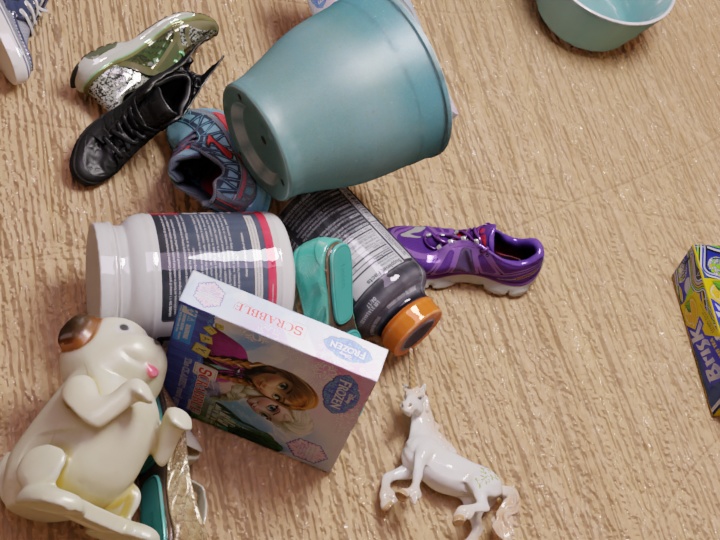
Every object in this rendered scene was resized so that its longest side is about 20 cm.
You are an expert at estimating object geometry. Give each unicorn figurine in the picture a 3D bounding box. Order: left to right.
[{"bbox_3d":[0.081,0.204,1.368,0.200,0.074,0.137,41,43,-4],"label":"unicorn figurine"}]

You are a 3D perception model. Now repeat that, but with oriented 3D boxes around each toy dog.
[{"bbox_3d":[-0.245,0.143,1.243,0.139,0.193,0.201,32,64,-36],"label":"toy dog"}]

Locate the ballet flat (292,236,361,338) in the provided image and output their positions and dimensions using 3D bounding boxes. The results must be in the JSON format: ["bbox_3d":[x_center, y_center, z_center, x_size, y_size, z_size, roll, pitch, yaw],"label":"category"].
[{"bbox_3d":[-0.037,0.061,1.396,0.070,0.201,0.067,4,16,35],"label":"ballet flat"}]

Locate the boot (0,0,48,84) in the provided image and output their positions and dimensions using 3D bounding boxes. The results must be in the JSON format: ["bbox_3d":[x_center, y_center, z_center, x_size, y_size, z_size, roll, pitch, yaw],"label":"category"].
[{"bbox_3d":[-0.405,-0.309,1.568,0.090,0.073,0.201,-19,63,-21],"label":"boot"}]

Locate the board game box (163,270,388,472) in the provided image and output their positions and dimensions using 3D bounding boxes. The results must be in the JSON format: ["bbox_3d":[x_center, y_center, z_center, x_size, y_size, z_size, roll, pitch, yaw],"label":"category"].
[{"bbox_3d":[-0.093,0.105,1.295,0.199,0.200,0.041,22,54,-1],"label":"board game box"}]

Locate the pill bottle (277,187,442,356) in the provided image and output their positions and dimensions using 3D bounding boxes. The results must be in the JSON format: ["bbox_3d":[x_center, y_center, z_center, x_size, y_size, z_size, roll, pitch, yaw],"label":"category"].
[{"bbox_3d":[0.000,0.000,1.456,0.106,0.106,0.200,-31,69,-32],"label":"pill bottle"}]

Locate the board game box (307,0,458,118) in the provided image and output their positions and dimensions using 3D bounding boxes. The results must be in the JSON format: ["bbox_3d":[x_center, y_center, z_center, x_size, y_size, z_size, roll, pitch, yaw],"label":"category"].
[{"bbox_3d":[0.020,-0.288,1.645,0.200,0.043,0.200,20,42,-47],"label":"board game box"}]

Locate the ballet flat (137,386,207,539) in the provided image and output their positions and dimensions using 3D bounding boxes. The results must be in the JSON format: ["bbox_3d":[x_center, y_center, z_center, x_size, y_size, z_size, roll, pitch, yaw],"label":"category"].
[{"bbox_3d":[-0.186,0.199,1.295,0.065,0.070,0.201,17,51,-38],"label":"ballet flat"}]

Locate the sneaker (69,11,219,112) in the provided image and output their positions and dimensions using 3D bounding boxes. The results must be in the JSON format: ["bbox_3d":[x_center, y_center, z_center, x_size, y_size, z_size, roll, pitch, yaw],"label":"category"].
[{"bbox_3d":[-0.244,-0.238,1.581,0.200,0.077,0.089,-32,81,-26],"label":"sneaker"}]

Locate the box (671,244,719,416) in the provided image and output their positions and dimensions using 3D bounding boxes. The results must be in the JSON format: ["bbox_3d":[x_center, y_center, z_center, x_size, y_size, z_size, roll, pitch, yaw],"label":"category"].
[{"bbox_3d":[0.432,0.070,1.563,0.064,0.070,0.201,1,55,-14],"label":"box"}]

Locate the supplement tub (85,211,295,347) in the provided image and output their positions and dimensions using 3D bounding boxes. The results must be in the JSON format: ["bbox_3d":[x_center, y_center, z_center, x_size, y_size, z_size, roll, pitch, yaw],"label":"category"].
[{"bbox_3d":[-0.178,0.010,1.372,0.199,0.141,0.141,-2,56,-19],"label":"supplement tub"}]

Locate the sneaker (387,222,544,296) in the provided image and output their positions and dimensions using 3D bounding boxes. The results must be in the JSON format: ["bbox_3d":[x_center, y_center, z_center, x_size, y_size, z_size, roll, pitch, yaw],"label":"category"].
[{"bbox_3d":[0.118,-0.030,1.528,0.199,0.084,0.081,5,54,-13],"label":"sneaker"}]

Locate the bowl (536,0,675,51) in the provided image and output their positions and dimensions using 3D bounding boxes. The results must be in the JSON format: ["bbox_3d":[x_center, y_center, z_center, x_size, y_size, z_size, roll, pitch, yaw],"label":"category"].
[{"bbox_3d":[0.323,-0.382,1.824,0.200,0.105,0.202,9,56,-14],"label":"bowl"}]

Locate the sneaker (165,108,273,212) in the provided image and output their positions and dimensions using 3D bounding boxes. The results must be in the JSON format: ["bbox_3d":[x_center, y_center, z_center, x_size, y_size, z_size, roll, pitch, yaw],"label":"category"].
[{"bbox_3d":[-0.176,-0.127,1.471,0.095,0.080,0.200,8,27,-43],"label":"sneaker"}]

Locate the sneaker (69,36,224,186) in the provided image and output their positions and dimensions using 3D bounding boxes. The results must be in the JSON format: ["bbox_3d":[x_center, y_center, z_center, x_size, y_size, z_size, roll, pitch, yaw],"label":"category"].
[{"bbox_3d":[-0.241,-0.177,1.482,0.060,0.104,0.200,48,66,-16],"label":"sneaker"}]

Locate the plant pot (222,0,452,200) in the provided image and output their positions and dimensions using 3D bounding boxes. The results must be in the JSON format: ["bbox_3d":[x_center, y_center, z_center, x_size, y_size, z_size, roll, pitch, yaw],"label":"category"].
[{"bbox_3d":[-0.036,-0.174,1.400,0.187,0.200,0.200,-28,67,-20],"label":"plant pot"}]
